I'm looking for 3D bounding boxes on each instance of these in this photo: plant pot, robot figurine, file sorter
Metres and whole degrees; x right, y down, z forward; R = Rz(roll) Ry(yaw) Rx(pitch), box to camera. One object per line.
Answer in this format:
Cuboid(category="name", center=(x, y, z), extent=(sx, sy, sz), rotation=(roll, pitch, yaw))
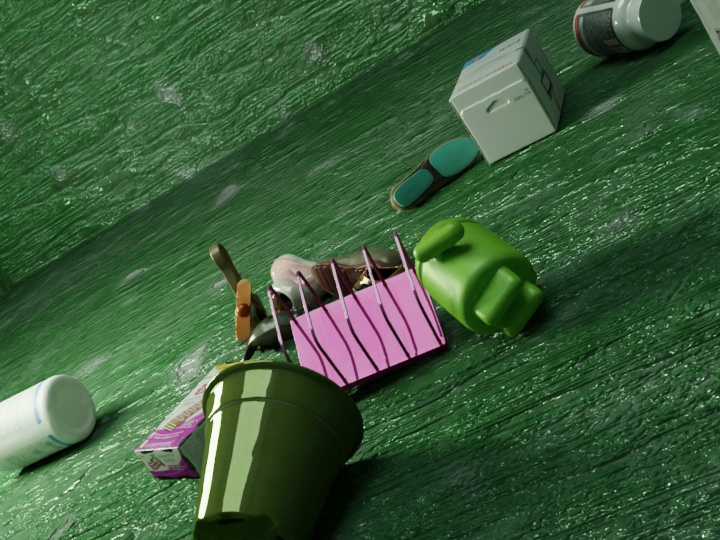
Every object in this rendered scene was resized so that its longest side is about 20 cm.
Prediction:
Cuboid(category="plant pot", center=(-0.108, 0.240, 1.321), extent=(0.199, 0.200, 0.191), rotation=(-24, 33, 30))
Cuboid(category="robot figurine", center=(0.146, 0.005, 1.487), extent=(0.116, 0.175, 0.200), rotation=(-58, 38, 9))
Cuboid(category="file sorter", center=(-0.009, 0.056, 1.538), extent=(0.199, 0.126, 0.139), rotation=(-23, 51, 7))

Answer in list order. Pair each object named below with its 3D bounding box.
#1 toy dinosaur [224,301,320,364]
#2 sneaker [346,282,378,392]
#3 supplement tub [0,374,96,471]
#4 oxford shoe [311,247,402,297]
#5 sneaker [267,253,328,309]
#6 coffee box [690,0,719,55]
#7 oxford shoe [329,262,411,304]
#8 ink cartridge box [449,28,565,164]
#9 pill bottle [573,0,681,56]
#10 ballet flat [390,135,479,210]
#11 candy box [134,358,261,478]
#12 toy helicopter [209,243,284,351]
Cuboid(category="toy dinosaur", center=(-0.127, 0.092, 1.815), extent=(0.199, 0.077, 0.102), rotation=(-13, -13, 1))
Cuboid(category="sneaker", center=(-0.010, 0.117, 1.629), extent=(0.074, 0.079, 0.201), rotation=(20, 64, 26))
Cuboid(category="supplement tub", center=(-0.606, 0.286, 2.163), extent=(0.199, 0.132, 0.132), rotation=(-24, 20, 28))
Cuboid(category="oxford shoe", center=(0.000, 0.000, 1.918), extent=(0.199, 0.071, 0.075), rotation=(1, 35, 46))
Cuboid(category="sneaker", center=(-0.135, 0.030, 2.060), extent=(0.104, 0.076, 0.200), rotation=(-36, 21, -22))
Cuboid(category="coffee box", center=(0.619, -0.430, 1.673), extent=(0.198, 0.200, 0.200), rotation=(-39, 17, -13))
Cuboid(category="oxford shoe", center=(0.014, 0.032, 1.794), extent=(0.199, 0.071, 0.071), rotation=(-23, 22, 38))
Cuboid(category="ink cartridge box", center=(0.272, -0.320, 2.114), extent=(0.146, 0.146, 0.200), rotation=(-25, 19, 26))
Cuboid(category="pill bottle", center=(0.491, -0.460, 2.132), extent=(0.116, 0.116, 0.200), rotation=(-39, 18, -15))
Cuboid(category="ballet flat", center=(0.135, -0.179, 2.160), extent=(0.200, 0.068, 0.072), rotation=(-41, -1, -7))
Cuboid(category="candy box", center=(-0.231, 0.224, 1.752), extent=(0.136, 0.061, 0.200), rotation=(-14, 26, 50))
Cuboid(category="toy helicopter", center=(-0.197, 0.046, 1.924), extent=(0.079, 0.201, 0.132), rotation=(-31, 0, 10))
